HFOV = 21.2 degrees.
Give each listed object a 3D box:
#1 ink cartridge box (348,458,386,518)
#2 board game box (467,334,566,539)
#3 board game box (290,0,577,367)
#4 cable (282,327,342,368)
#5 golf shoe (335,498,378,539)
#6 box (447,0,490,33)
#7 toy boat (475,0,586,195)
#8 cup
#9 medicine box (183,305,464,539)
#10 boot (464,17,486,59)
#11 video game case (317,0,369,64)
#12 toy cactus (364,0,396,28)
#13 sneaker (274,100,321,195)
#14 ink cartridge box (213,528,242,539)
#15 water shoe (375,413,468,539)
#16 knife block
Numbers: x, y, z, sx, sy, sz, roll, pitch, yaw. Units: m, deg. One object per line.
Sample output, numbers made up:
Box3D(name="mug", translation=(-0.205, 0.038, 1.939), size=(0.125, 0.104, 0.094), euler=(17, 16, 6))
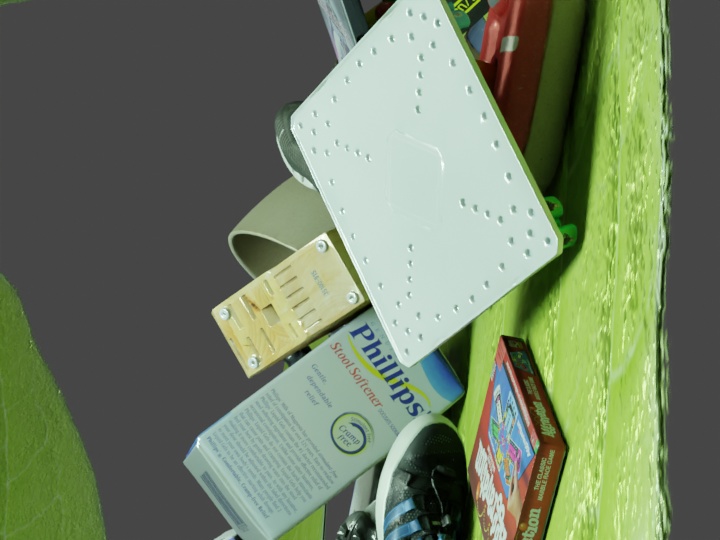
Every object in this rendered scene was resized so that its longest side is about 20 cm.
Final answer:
Box3D(name="ink cartridge box", translation=(0.011, 0.265, 1.670), size=(0.200, 0.047, 0.199), euler=(-92, 13, -74))
Box3D(name="board game box", translation=(0.096, 0.121, 1.220), size=(0.200, 0.019, 0.103), euler=(-99, 19, -74))
Box3D(name="board game box", translation=(0.045, -0.063, 1.284), size=(0.200, 0.026, 0.201), euler=(-41, 70, 51))
Box3D(name="cable", translation=(-0.022, 0.097, 1.785), size=(0.051, 0.163, 0.200), euler=(-50, -26, -24))
Box3D(name="golf shoe", translation=(0.023, 0.259, 1.493), size=(0.094, 0.077, 0.201), euler=(-42, -34, -55))
Box3D(name="box", translation=(0.108, -0.290, 1.445), size=(0.193, 0.047, 0.201), euler=(-37, 34, 41))
Box3D(name="toy boat", translation=(0.075, -0.123, 1.338), size=(0.131, 0.130, 0.201), euler=(140, 141, -82))
Box3D(name="cup", translation=(-0.001, -0.032, 1.774), size=(0.144, 0.200, 0.200), euler=(-57, -1, -16))
Box3D(name="medicine box", translation=(-0.033, 0.127, 1.572), size=(0.200, 0.103, 0.182), euler=(-37, -3, -13))
Box3D(name="boot", translation=(0.103, -0.164, 1.601), size=(0.097, 0.075, 0.200), euler=(-49, 4, 19))
Box3D(name="video game case", translation=(-0.002, -0.174, 1.590), size=(0.143, 0.019, 0.201), euler=(-121, 9, -62))
Box3D(name="toy cactus", translation=(0.083, -0.253, 1.583), size=(0.200, 0.103, 0.165), euler=(-37, 9, -24))
Box3D(name="sneaker", translation=(-0.020, -0.098, 1.661), size=(0.200, 0.066, 0.091), euler=(56, 165, 39))
Box3D(name="ink cartridge box", translation=(-0.074, 0.317, 1.656), size=(0.199, 0.043, 0.200), euler=(62, -174, 3))
Box3D(name="water shoe", translation=(0.052, 0.202, 1.365), size=(0.079, 0.071, 0.201), euler=(-2, 74, 56))
Box3D(name="knife block", translation=(0.000, 0.000, 1.566), size=(0.200, 0.064, 0.175), euler=(-34, -7, 33))
